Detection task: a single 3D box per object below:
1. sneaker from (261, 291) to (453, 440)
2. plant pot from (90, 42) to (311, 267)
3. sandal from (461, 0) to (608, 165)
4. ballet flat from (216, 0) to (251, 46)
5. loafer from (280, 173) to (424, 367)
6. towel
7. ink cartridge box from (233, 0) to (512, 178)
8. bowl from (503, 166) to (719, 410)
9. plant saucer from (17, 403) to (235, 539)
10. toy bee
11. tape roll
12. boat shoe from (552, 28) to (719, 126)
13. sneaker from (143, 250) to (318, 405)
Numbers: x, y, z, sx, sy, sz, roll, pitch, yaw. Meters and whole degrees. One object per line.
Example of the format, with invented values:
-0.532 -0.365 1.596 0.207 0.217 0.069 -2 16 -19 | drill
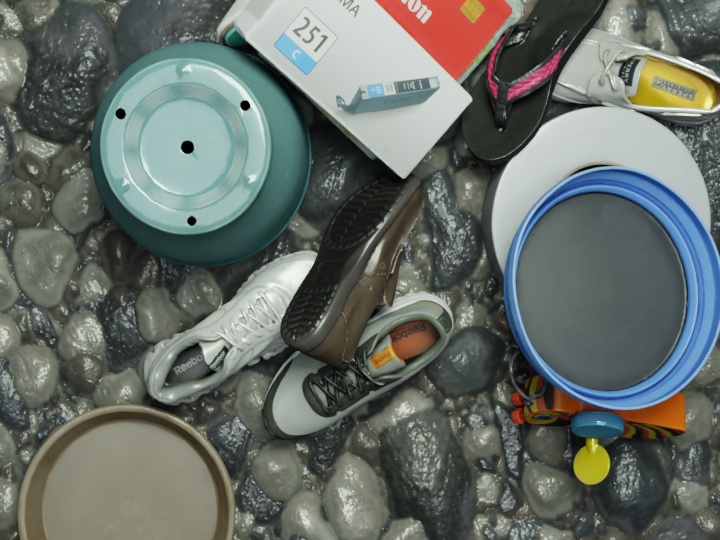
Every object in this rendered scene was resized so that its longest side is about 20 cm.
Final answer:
-0.004 0.085 1.063 0.199 0.079 0.075 -33 96 1 | sneaker
-0.139 -0.099 0.992 0.196 0.188 0.204 0 93 -2 | plant pot
0.147 -0.187 1.037 0.075 0.045 0.202 29 85 27 | sandal
-0.044 -0.261 1.053 0.197 0.069 0.070 -23 94 -9 | ballet flat
0.000 0.000 1.049 0.071 0.072 0.201 49 63 -35 | loafer
0.027 -0.215 1.032 0.200 0.048 0.171 -47 124 3 | towel
0.023 -0.204 0.982 0.199 0.045 0.177 37 97 -34 | ink cartridge box
0.211 0.016 1.000 0.197 0.039 0.204 2 82 -17 | bowl
-0.212 0.221 1.084 0.196 0.029 0.204 0 93 -3 | plant saucer
0.192 0.112 1.076 0.199 0.108 0.132 37 59 -16 | toy bee
0.211 -0.044 1.073 0.196 0.066 0.204 0 93 -4 | tape roll
0.234 -0.176 1.063 0.197 0.070 0.072 18 91 0 | boat shoe
-0.107 0.056 1.056 0.199 0.081 0.076 -37 92 -2 | sneaker
